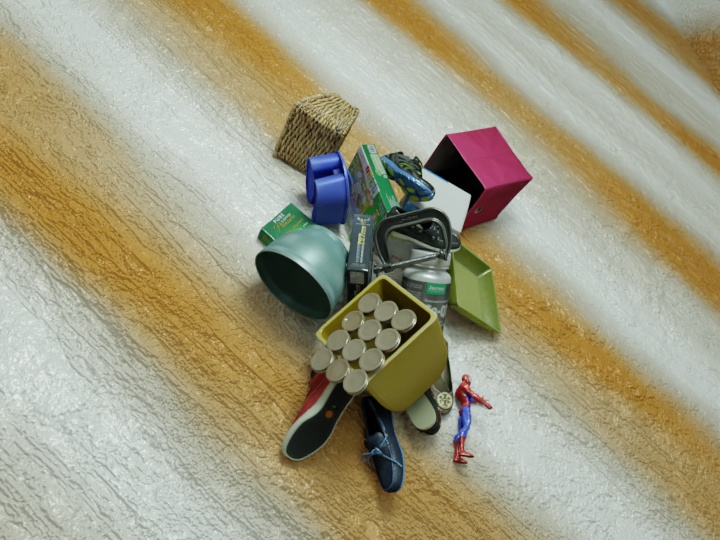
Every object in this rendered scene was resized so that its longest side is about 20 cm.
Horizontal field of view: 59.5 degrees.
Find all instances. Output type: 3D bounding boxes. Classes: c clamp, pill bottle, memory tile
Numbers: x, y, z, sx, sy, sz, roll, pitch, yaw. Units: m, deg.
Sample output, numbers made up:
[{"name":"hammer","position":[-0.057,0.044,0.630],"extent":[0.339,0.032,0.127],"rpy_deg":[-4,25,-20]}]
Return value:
[{"name":"c clamp","position":[0.112,-0.043,1.370],"extent":[0.027,0.198,0.173],"rpy_deg":[-25,96,-76]},{"name":"pill bottle","position":[0.145,0.054,1.437],"extent":[0.112,0.113,0.202],"rpy_deg":[3,100,-25]},{"name":"memory tile","position":[0.005,0.136,1.203],"extent":[0.153,0.017,0.200],"rpy_deg":[22,64,44]}]

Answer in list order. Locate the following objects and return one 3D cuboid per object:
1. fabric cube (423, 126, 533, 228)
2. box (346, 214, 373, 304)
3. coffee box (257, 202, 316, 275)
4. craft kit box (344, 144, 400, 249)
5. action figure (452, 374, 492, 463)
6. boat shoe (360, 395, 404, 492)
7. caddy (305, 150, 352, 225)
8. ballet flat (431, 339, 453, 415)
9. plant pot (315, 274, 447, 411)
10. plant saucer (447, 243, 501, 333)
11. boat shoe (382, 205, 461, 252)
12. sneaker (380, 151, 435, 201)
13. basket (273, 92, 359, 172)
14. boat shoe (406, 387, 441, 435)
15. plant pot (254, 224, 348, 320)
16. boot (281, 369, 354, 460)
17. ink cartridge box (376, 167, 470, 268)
[{"name":"fabric cube","position":[0.309,-0.251,1.739],"extent":[0.198,0.197,0.201],"rpy_deg":[-16,66,-36]},{"name":"box","position":[0.000,0.000,1.406],"extent":[0.050,0.201,0.159],"rpy_deg":[5,52,3]},{"name":"coffee box","position":[-0.130,-0.057,1.482],"extent":[0.200,0.044,0.123],"rpy_deg":[39,52,2]},{"name":"craft kit box","position":[0.012,-0.165,1.529],"extent":[0.048,0.198,0.201],"rpy_deg":[-6,61,-26]},{"name":"action figure","position":[0.256,0.327,1.403],"extent":[0.098,0.065,0.202],"rpy_deg":[12,55,-9]},{"name":"boat shoe","position":[0.032,0.350,1.271],"extent":[0.068,0.084,0.201],"rpy_deg":[22,34,-35]},{"name":"caddy","position":[-0.069,-0.195,1.517],"extent":[0.104,0.201,0.143],"rpy_deg":[-8,63,-12]},{"name":"ballet flat","position":[0.185,0.231,1.443],"extent":[0.067,0.046,0.202],"rpy_deg":[16,52,-18]},{"name":"plant pot","position":[0.065,0.172,1.296],"extent":[0.194,0.201,0.195],"rpy_deg":[-40,40,-10]},{"name":"plant saucer","position":[0.271,0.044,1.576],"extent":[0.199,0.048,0.201],"rpy_deg":[32,45,-40]},{"name":"boat shoe","position":[0.147,-0.099,1.415],"extent":[0.198,0.066,0.075],"rpy_deg":[18,31,-12]},{"name":"sneaker","position":[0.116,-0.227,1.457],"extent":[0.082,0.071,0.200],"rpy_deg":[-28,42,-10]},{"name":"basket","position":[-0.108,-0.358,1.596],"extent":[0.148,0.200,0.143],"rpy_deg":[30,51,-5]},{"name":"boat shoe","position":[0.119,0.266,1.381],"extent":[0.073,0.063,0.202],"rpy_deg":[-27,52,7]},{"name":"plant pot","position":[-0.107,-0.011,1.347],"extent":[0.200,0.200,0.134],"rpy_deg":[38,61,2]},{"name":"boot","position":[-0.097,0.273,1.264],"extent":[0.072,0.144,0.201],"rpy_deg":[41,84,-23]},{"name":"ink cartridge box","position":[0.154,-0.115,1.564],"extent":[0.146,0.200,0.145],"rpy_deg":[28,48,-6]}]
